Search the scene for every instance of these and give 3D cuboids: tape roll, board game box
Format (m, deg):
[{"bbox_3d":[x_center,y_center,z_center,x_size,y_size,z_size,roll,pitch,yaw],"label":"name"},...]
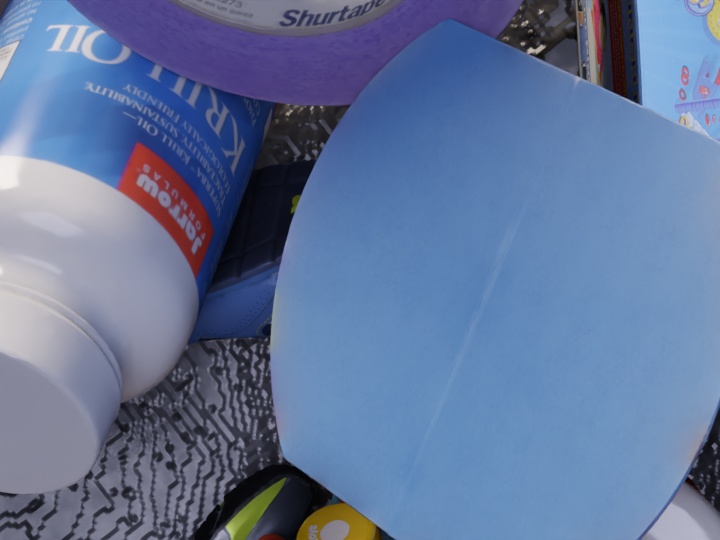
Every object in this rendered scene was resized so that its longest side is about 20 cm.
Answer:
[{"bbox_3d":[-0.025,-0.157,0.802,0.199,0.200,0.085,19,48,4],"label":"tape roll"},{"bbox_3d":[0.051,0.016,0.768,0.200,0.039,0.158,31,102,46],"label":"board game box"},{"bbox_3d":[0.115,-0.074,0.862,0.056,0.196,0.201,-3,89,0],"label":"board game box"}]

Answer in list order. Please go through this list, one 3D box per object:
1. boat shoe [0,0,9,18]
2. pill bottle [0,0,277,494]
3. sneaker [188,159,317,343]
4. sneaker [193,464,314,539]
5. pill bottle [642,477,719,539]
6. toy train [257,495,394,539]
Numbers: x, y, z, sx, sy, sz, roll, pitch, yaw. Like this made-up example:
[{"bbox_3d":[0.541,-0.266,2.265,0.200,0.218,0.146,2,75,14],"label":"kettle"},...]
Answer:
[{"bbox_3d":[-0.184,-0.093,0.948,0.092,0.075,0.201,7,78,22],"label":"boat shoe"},{"bbox_3d":[-0.103,-0.021,0.870,0.112,0.112,0.200,13,50,4],"label":"pill bottle"},{"bbox_3d":[0.000,0.000,0.924,0.199,0.074,0.082,-14,127,24],"label":"sneaker"},{"bbox_3d":[-0.051,0.173,0.940,0.081,0.074,0.201,19,98,-3],"label":"sneaker"},{"bbox_3d":[0.080,0.114,0.860,0.109,0.200,0.110,0,90,4],"label":"pill bottle"},{"bbox_3d":[0.000,0.168,0.906,0.055,0.150,0.201,-4,81,18],"label":"toy train"}]
